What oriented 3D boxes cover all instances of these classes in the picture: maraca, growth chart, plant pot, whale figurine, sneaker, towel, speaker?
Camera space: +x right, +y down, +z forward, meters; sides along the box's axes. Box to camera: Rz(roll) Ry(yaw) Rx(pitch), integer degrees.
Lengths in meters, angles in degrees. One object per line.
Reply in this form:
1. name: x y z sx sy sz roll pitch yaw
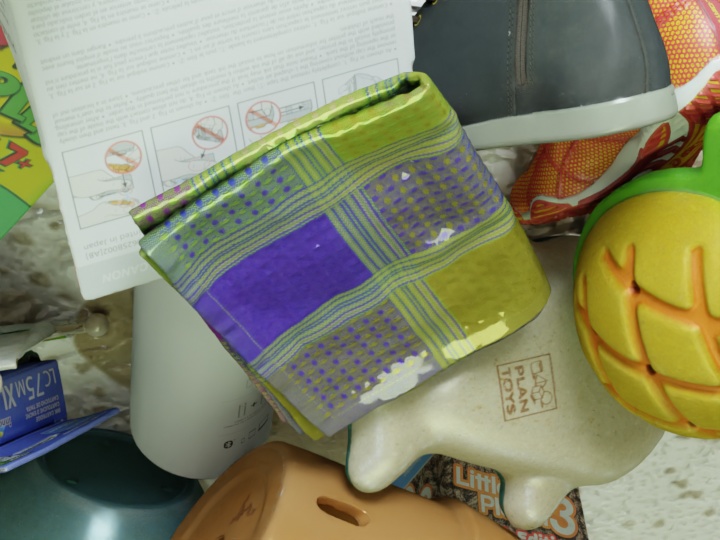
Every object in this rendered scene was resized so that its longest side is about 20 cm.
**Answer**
1. maraca: 0.167 0.006 0.848 0.137 0.107 0.200 41 146 4
2. growth chart: -0.215 0.048 0.915 0.144 0.018 0.200 -9 -174 7
3. plant pot: -0.026 0.182 0.956 0.140 0.201 0.200 36 128 -16
4. whale figurine: 0.067 0.054 0.964 0.199 0.160 0.104 -14 -171 -27
5. sneaker: 0.124 -0.078 0.876 0.073 0.078 0.200 -13 163 -27
6. sneaker: 0.044 -0.107 0.823 0.199 0.107 0.075 -5 -172 38
7. towel: 0.000 0.000 0.810 0.143 0.023 0.200 -27 145 4
8. plant pot: -0.152 0.170 1.061 0.199 0.200 0.136 9 110 -21
9. speaker: -0.076 0.020 0.945 0.081 0.082 0.201 -1 143 -9

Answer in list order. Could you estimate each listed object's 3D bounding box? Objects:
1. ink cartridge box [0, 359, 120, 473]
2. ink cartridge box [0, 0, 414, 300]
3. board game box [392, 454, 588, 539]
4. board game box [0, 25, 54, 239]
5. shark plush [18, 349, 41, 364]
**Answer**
1. ink cartridge box: -0.235 0.079 0.939 0.199 0.042 0.119 -5 -173 22
2. ink cartridge box: -0.061 -0.101 0.751 0.162 0.057 0.201 -17 132 -12
3. board game box: 0.065 0.223 1.135 0.096 0.201 0.160 12 138 -23
4. board game box: -0.169 -0.082 0.820 0.101 0.048 0.200 22 134 -33
5. shark plush: -0.254 0.104 1.031 0.199 0.091 0.083 -27 108 36
